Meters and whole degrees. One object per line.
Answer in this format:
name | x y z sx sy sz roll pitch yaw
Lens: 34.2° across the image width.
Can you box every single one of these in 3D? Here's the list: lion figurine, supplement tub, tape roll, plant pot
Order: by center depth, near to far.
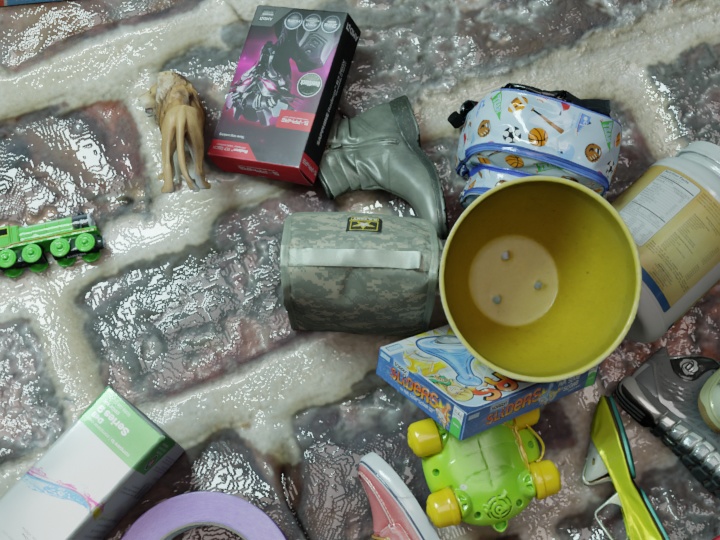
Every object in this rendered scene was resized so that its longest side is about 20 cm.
plant pot | 0.171 0.010 1.201 0.199 0.142 0.201 0 89 -4
tape roll | -0.164 0.336 1.233 0.199 0.066 0.201 0 77 -2
supplement tub | 0.338 -0.033 1.291 0.200 0.145 0.145 -41 81 -10
lion figurine | -0.198 -0.156 1.300 0.072 0.200 0.123 -2 103 -19

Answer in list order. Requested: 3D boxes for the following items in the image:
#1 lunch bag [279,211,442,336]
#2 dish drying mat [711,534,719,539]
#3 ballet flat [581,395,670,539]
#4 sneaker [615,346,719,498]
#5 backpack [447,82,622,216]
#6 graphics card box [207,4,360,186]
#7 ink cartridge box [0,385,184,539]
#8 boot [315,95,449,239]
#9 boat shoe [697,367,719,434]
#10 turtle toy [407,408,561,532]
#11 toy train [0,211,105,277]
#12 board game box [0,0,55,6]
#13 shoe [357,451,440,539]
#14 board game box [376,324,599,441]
lunch bag | 0.000 0.000 1.247 0.163 0.200 0.118 3 77 0
dish drying mat | 0.467 0.281 1.269 0.200 0.018 0.077 -27 111 -9
ballet flat | 0.279 0.238 1.270 0.067 0.067 0.201 -22 79 7
sneaker | 0.388 0.161 1.284 0.200 0.075 0.115 44 77 9
backpack | 0.194 -0.126 1.286 0.199 0.191 0.155 10 77 0
graphics card box | -0.087 -0.205 1.351 0.125 0.051 0.201 11 75 25
ink cartridge box | -0.289 0.228 1.213 0.087 0.145 0.200 39 79 8
boot | 0.019 -0.102 1.339 0.130 0.068 0.200 -19 62 -2
boat shoe | 0.435 0.101 1.270 0.073 0.063 0.200 46 52 -7
turtle toy | 0.122 0.183 1.257 0.145 0.101 0.201 -14 77 -6
toy train | -0.390 -0.025 1.327 0.199 0.042 0.057 -12 67 -4
board game box | -0.412 -0.422 1.418 0.152 0.040 0.201 -7 77 -3
shoe | 0.034 0.298 1.242 0.091 0.071 0.200 -32 84 -14
board game box | 0.135 0.101 1.229 0.200 0.035 0.135 -16 37 -37
